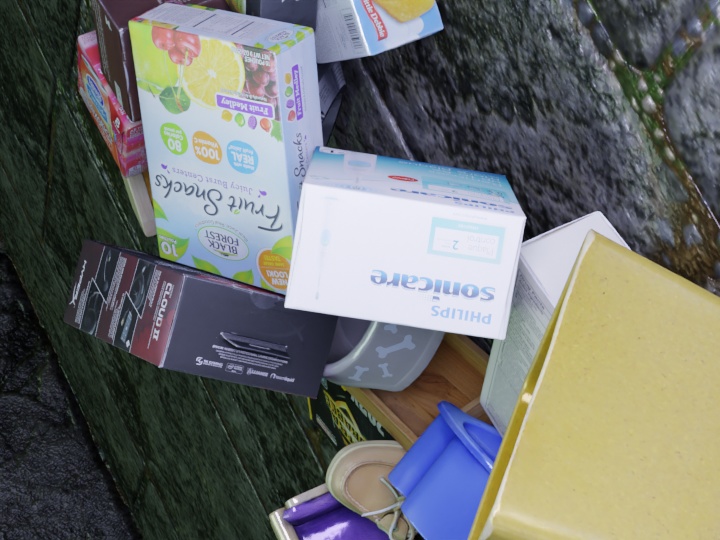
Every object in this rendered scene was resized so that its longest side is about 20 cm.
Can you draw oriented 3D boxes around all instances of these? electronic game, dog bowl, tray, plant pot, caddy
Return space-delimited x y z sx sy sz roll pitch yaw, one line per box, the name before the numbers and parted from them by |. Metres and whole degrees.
electronic game | -0.062 -0.088 1.441 0.041 0.201 0.200 24 153 2
dog bowl | 0.000 0.000 1.386 0.200 0.058 0.202 -19 66 54
tray | 0.041 0.082 1.443 0.200 0.098 0.037 42 160 50
plant pot | 0.177 0.133 0.987 0.199 0.197 0.195 20 149 4
caddy | 0.115 0.185 1.308 0.200 0.105 0.141 44 -177 -15

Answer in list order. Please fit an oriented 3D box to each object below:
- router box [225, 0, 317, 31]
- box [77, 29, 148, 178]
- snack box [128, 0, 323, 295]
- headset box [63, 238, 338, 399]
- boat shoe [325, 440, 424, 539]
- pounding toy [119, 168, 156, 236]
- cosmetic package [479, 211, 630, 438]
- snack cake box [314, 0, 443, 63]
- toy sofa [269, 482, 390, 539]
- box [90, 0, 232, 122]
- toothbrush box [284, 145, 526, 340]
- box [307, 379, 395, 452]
router box | -0.085 -0.284 1.248 0.158 0.052 0.201 57 159 28
box | -0.135 -0.174 1.477 0.100 0.199 0.096 61 162 16
snack box | -0.096 -0.092 1.294 0.141 0.053 0.201 17 125 32
headset box | -0.125 0.039 1.371 0.199 0.148 0.078 19 94 54
boat shoe | 0.067 0.196 1.402 0.063 0.199 0.074 -116 48 -71
pounding toy | -0.134 -0.118 1.605 0.142 0.183 0.201 -131 24 -69
cosmetic package | 0.147 0.065 1.192 0.104 0.073 0.201 57 158 27
snack cake box | -0.017 -0.260 1.275 0.115 0.067 0.202 12 122 69
toy sofa | 0.026 0.205 1.475 0.083 0.199 0.098 64 165 10
box | -0.111 -0.206 1.379 0.075 0.199 0.101 53 156 34
toothbrush box | 0.029 -0.023 1.169 0.200 0.145 0.086 -80 -1 -78
box | 0.007 0.137 1.677 0.200 0.049 0.161 47 151 44
